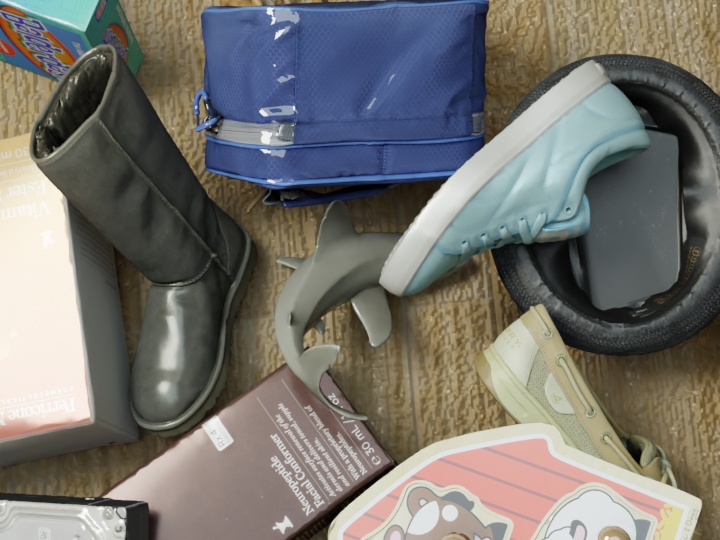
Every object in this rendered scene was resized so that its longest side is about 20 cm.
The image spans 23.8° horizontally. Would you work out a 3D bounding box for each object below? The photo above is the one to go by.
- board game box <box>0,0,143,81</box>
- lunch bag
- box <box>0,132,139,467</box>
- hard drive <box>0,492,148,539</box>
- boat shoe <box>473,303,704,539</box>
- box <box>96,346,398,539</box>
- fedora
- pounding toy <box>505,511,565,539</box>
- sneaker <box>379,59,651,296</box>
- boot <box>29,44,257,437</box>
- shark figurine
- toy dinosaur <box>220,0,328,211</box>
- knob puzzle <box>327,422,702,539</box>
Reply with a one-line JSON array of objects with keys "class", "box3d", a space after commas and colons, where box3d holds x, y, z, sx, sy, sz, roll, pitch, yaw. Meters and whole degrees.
[{"class": "board game box", "box3d": [-0.258, -0.189, 1.178, 0.199, 0.152, 0.045, 20, 78, 7]}, {"class": "lunch bag", "box3d": [-0.016, -0.110, 1.129, 0.199, 0.136, 0.133, -6, 100, -22]}, {"class": "box", "box3d": [-0.245, 0.026, 1.142, 0.151, 0.106, 0.201, -12, 76, 6]}, {"class": "hard drive", "box3d": [-0.232, 0.214, 1.097, 0.199, 0.038, 0.141, 1, 90, 19]}, {"class": "boat shoe", "box3d": [0.161, 0.110, 1.113, 0.063, 0.073, 0.201, -44, 98, 8]}, {"class": "box", "box3d": [-0.083, 0.150, 1.135, 0.200, 0.075, 0.100, -36, 78, -5]}, {"class": "fedora", "box3d": [0.173, -0.041, 1.160, 0.199, 0.092, 0.202, 0, 84, 1]}, {"class": "pounding toy", "box3d": [0.095, 0.211, 1.072, 0.142, 0.184, 0.200, 40, 89, 9]}, {"class": "sneaker", "box3d": [0.102, -0.042, 1.077, 0.200, 0.074, 0.082, -43, 82, -3]}, {"class": "boot", "box3d": [-0.145, -0.016, 1.098, 0.072, 0.200, 0.183, -2, 56, 21]}, {"class": "shark figurine", "box3d": [-0.019, 0.004, 1.118, 0.127, 0.215, 0.090, 17, 122, 17]}, {"class": "toy dinosaur", "box3d": [-0.056, -0.150, 1.222, 0.106, 0.060, 0.201, -27, 71, 21]}, {"class": "knob puzzle", "box3d": [0.074, 0.181, 0.970, 0.218, 0.030, 0.221, -1, 83, 7]}]
